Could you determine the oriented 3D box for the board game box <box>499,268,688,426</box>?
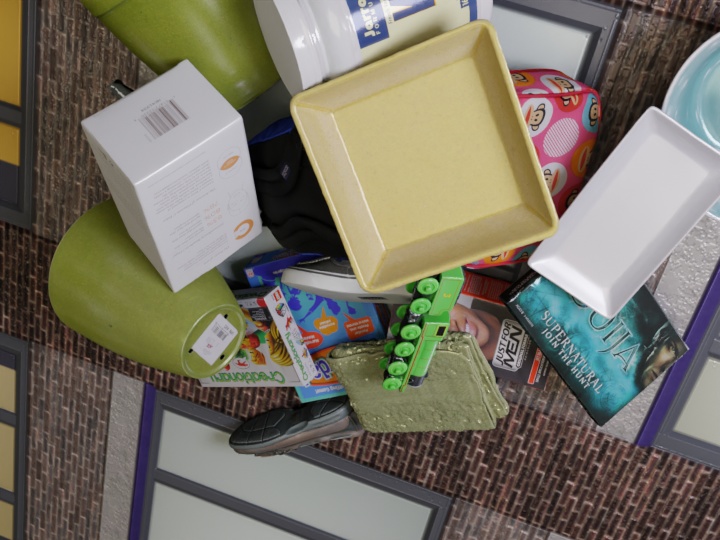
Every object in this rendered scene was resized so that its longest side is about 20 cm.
[{"bbox_3d":[0.260,0.058,0.949,0.135,0.028,0.200,-41,112,1],"label":"board game box"}]

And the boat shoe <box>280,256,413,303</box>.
[{"bbox_3d":[0.000,0.000,0.992,0.197,0.071,0.065,3,77,27],"label":"boat shoe"}]

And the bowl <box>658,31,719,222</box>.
[{"bbox_3d":[0.386,-0.152,0.824,0.198,0.105,0.204,7,118,14],"label":"bowl"}]

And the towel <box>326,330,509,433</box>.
[{"bbox_3d":[0.068,0.137,1.041,0.197,0.037,0.150,-9,124,26],"label":"towel"}]

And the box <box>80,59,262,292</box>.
[{"bbox_3d":[-0.185,-0.091,0.886,0.098,0.124,0.201,46,159,23],"label":"box"}]

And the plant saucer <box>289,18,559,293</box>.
[{"bbox_3d":[0.060,-0.102,0.799,0.197,0.049,0.202,-18,104,17],"label":"plant saucer"}]

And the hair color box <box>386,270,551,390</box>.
[{"bbox_3d":[0.137,0.062,1.029,0.197,0.061,0.103,15,119,11],"label":"hair color box"}]

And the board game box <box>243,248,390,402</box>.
[{"bbox_3d":[-0.041,0.062,1.091,0.150,0.045,0.202,-14,110,22],"label":"board game box"}]

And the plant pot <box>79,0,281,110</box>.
[{"bbox_3d":[-0.165,-0.271,0.898,0.198,0.201,0.194,-24,118,25],"label":"plant pot"}]

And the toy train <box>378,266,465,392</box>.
[{"bbox_3d":[0.065,0.062,0.930,0.055,0.042,0.202,3,135,-13],"label":"toy train"}]

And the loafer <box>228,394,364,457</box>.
[{"bbox_3d":[-0.087,0.224,1.173,0.198,0.072,0.063,-21,114,22],"label":"loafer"}]

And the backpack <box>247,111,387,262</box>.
[{"bbox_3d":[-0.027,-0.102,0.944,0.199,0.167,0.164,-5,114,54],"label":"backpack"}]

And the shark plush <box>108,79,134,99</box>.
[{"bbox_3d":[-0.216,-0.146,1.022,0.090,0.083,0.202,-21,108,25],"label":"shark plush"}]

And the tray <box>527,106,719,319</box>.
[{"bbox_3d":[0.261,-0.053,0.839,0.107,0.022,0.201,34,121,1],"label":"tray"}]

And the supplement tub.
[{"bbox_3d":[0.010,-0.254,0.823,0.198,0.145,0.147,-25,110,-10],"label":"supplement tub"}]

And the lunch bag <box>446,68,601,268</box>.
[{"bbox_3d":[0.147,-0.101,0.883,0.082,0.174,0.202,44,134,43],"label":"lunch bag"}]

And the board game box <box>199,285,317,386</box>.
[{"bbox_3d":[-0.157,0.088,1.113,0.198,0.035,0.128,-7,114,40],"label":"board game box"}]

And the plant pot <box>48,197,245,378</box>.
[{"bbox_3d":[-0.232,0.036,1.014,0.199,0.186,0.190,30,125,34],"label":"plant pot"}]
